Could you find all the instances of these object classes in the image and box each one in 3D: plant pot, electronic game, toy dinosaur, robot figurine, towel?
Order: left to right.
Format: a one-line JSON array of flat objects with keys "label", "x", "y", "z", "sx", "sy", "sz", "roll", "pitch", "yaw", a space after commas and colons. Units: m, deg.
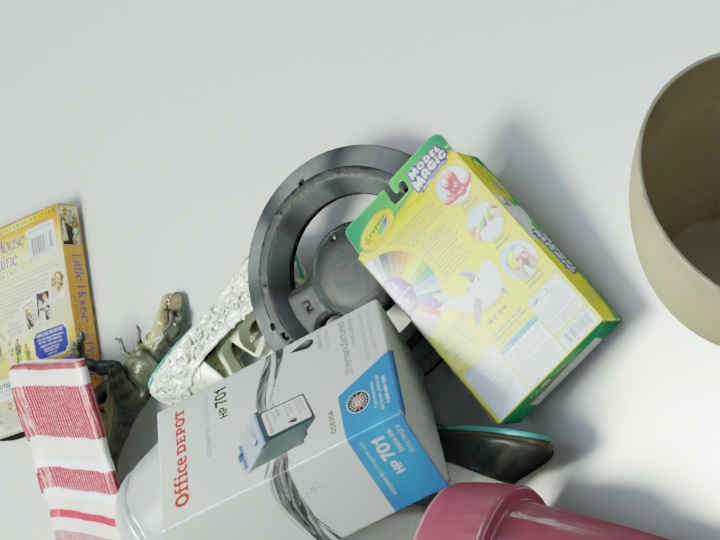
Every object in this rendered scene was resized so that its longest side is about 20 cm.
[{"label": "towel", "x": -0.258, "y": 0.178, "z": 1.683, "sx": 0.144, "sy": 0.023, "sz": 0.201, "roll": -6, "pitch": 100, "yaw": 55}, {"label": "toy dinosaur", "x": -0.223, "y": 0.104, "z": 1.686, "sx": 0.088, "sy": 0.047, "sz": 0.201, "roll": 23, "pitch": 106, "yaw": 3}, {"label": "robot figurine", "x": -0.129, "y": 0.183, "z": 1.569, "sx": 0.200, "sy": 0.113, "sz": 0.170, "roll": -47, "pitch": 32, "yaw": 28}, {"label": "electronic game", "x": 0.000, "y": 0.000, "z": 1.496, "sx": 0.199, "sy": 0.042, "sz": 0.201, "roll": -1, "pitch": 87, "yaw": 25}, {"label": "plant pot", "x": 0.144, "y": 0.249, "z": 1.288, "sx": 0.178, "sy": 0.200, "sz": 0.201, "roll": -1, "pitch": 86, "yaw": 25}, {"label": "plant pot", "x": 0.259, "y": -0.023, "z": 1.214, "sx": 0.135, "sy": 0.199, "sz": 0.201, "roll": 105, "pitch": 143, "yaw": -58}]

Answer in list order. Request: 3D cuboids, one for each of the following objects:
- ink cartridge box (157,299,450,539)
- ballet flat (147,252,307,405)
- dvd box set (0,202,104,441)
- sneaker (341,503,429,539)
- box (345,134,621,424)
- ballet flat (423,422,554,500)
[{"label": "ink cartridge box", "x": -0.046, "y": 0.132, "z": 1.397, "sx": 0.199, "sy": 0.086, "sz": 0.147, "roll": -26, "pitch": 33, "yaw": 9}, {"label": "ballet flat", "x": -0.110, "y": 0.059, "z": 1.590, "sx": 0.200, "sy": 0.072, "sz": 0.072, "roll": -51, "pitch": 57, "yaw": 27}, {"label": "dvd box set", "x": -0.312, "y": 0.051, "z": 1.792, "sx": 0.146, "sy": 0.029, "sz": 0.201, "roll": -20, "pitch": 74, "yaw": 38}, {"label": "sneaker", "x": -0.019, "y": 0.198, "z": 1.464, "sx": 0.112, "sy": 0.199, "sz": 0.073, "roll": -116, "pitch": 17, "yaw": -62}, {"label": "box", "x": 0.086, "y": 0.004, "z": 1.405, "sx": 0.117, "sy": 0.048, "sz": 0.200, "roll": -46, "pitch": 70, "yaw": 17}, {"label": "ballet flat", "x": 0.067, "y": 0.145, "z": 1.430, "sx": 0.199, "sy": 0.068, "sz": 0.069, "roll": 6, "pitch": 81, "yaw": 50}]
